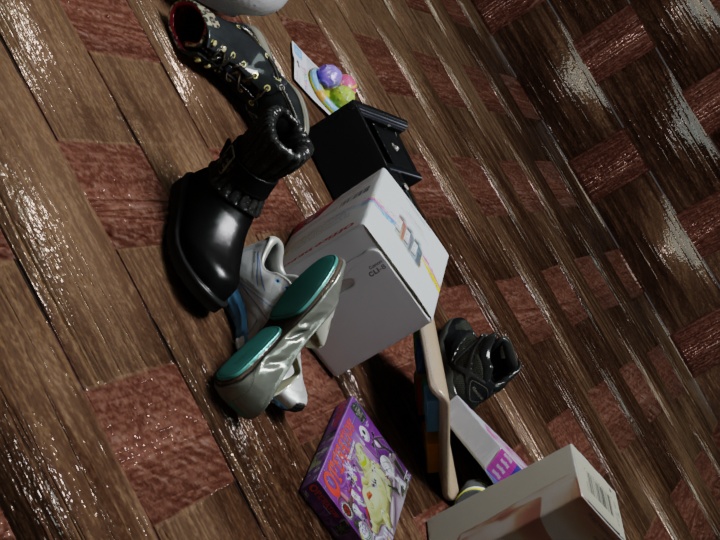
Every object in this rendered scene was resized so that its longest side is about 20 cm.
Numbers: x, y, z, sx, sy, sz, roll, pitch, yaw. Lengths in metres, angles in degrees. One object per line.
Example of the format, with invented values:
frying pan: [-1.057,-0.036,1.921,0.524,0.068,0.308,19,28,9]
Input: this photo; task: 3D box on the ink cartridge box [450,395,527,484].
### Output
ink cartridge box: [0.203,0.271,1.812,0.196,0.043,0.200,47,1,-31]

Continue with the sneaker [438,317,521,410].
sneaker: [0.167,0.116,1.949,0.076,0.114,0.199,53,18,-19]

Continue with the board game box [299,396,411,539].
board game box: [-0.001,0.227,1.504,0.120,0.032,0.200,50,21,-10]

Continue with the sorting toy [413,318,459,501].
sorting toy: [0.086,0.154,1.723,0.185,0.036,0.200,-98,180,-49]

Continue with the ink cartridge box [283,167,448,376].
ink cartridge box: [0.000,0.000,1.665,0.145,0.145,0.200,54,21,-13]

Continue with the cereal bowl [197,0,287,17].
cereal bowl: [-0.186,-0.388,1.837,0.200,0.083,0.200,28,11,-6]

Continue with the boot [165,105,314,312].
boot: [-0.121,-0.070,1.458,0.079,0.158,0.211,42,25,-39]

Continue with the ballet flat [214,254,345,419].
ballet flat: [-0.070,0.069,1.414,0.200,0.067,0.064,-50,118,-31]

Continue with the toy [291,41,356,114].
toy: [-0.025,-0.266,2.150,0.200,0.047,0.115,46,21,-32]

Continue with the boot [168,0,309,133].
boot: [-0.156,-0.246,1.774,0.154,0.073,0.204,16,41,-58]

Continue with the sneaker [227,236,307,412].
sneaker: [-0.087,0.050,1.473,0.075,0.087,0.200,25,39,-60]

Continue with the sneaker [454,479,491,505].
sneaker: [0.188,0.334,1.727,0.200,0.074,0.085,57,14,-11]

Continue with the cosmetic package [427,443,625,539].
cosmetic package: [0.185,0.296,1.591,0.103,0.200,0.087,45,24,-28]

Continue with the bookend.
bookend: [0.035,-0.123,2.013,0.200,0.092,0.199,64,20,14]
